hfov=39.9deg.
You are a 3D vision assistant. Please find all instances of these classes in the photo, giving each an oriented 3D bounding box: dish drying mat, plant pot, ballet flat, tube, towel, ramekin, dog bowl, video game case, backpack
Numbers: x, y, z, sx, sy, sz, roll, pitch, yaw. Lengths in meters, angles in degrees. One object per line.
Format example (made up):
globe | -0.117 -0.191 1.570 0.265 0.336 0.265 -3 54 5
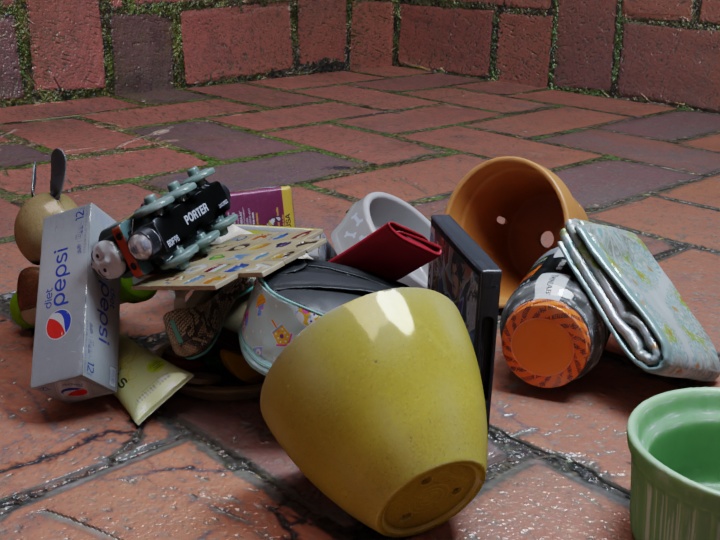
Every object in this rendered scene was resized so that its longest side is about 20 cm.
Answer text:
dish drying mat | 0.000 0.000 1.091 0.076 0.018 0.199 21 -31 -29
plant pot | 0.230 -0.047 1.378 0.198 0.204 0.139 16 6 38
ballet flat | -0.167 0.023 1.100 0.067 0.076 0.200 -20 17 19
tube | -0.259 0.104 1.092 0.051 0.059 0.199 12 10 -42
towel | 0.318 0.033 1.116 0.170 0.048 0.202 9 46 -48
ramekin | 0.315 0.183 0.813 0.196 0.099 0.200 1 19 0
dog bowl | 0.054 -0.018 1.284 0.199 0.059 0.201 35 28 -22
video game case | 0.103 0.055 1.048 0.025 0.184 0.200 -1 18 -10
backpack | -0.029 0.072 1.018 0.198 0.155 0.176 22 15 -16
plant pot | 0.030 0.136 0.841 0.197 0.202 0.143 -8 46 -25

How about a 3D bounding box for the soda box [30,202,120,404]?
soda box | -0.302 0.035 1.064 0.067 0.203 0.063 -15 -28 18

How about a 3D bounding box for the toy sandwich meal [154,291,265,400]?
toy sandwich meal | -0.142 0.080 1.137 0.201 0.071 0.206 1 19 0

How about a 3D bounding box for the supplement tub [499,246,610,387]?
supplement tub | 0.233 0.053 1.155 0.121 0.125 0.200 8 19 20

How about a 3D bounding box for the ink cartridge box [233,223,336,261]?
ink cartridge box | -0.130 -0.018 1.328 0.196 0.048 0.198 7 -12 10

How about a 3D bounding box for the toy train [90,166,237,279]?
toy train | -0.214 -0.046 1.086 0.113 0.086 0.200 -22 13 24

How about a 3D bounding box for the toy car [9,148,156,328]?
toy car | -0.359 -0.043 1.217 0.156 0.203 0.163 -16 3 -40

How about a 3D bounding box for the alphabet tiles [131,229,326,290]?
alphabet tiles | -0.138 -0.012 1.043 0.198 0.006 0.166 -2 19 40

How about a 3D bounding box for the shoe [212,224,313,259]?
shoe | -0.105 -0.017 1.186 0.197 0.054 0.070 17 -15 8

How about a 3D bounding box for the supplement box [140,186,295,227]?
supplement box | -0.209 -0.063 1.469 0.197 0.105 0.130 -9 8 -28
